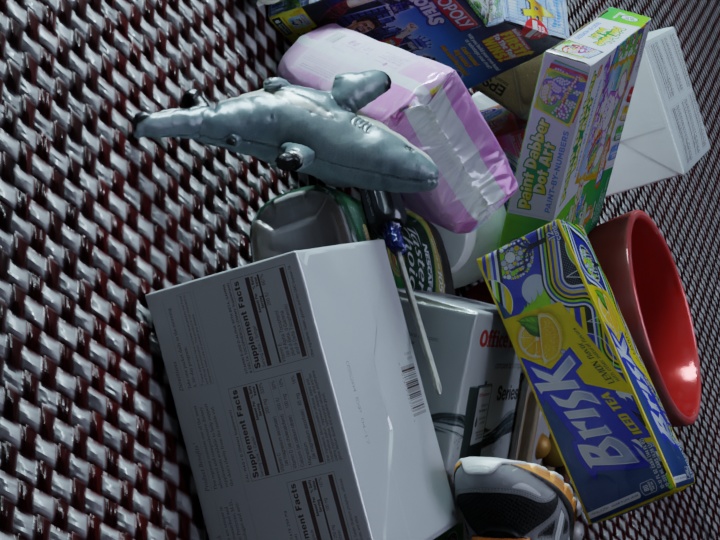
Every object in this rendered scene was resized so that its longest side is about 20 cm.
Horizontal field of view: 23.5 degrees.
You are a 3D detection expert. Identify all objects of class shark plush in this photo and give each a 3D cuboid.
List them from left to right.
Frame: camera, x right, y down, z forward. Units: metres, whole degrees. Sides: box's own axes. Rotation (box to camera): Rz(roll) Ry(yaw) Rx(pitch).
[{"bbox_3d":[-0.046,-0.094,1.148,0.200,0.091,0.083,17,28,-28],"label":"shark plush"}]

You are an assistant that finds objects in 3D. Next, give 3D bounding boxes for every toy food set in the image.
[{"bbox_3d":[0.162,0.151,1.328,0.143,0.060,0.200,-6,106,-67],"label":"toy food set"}]

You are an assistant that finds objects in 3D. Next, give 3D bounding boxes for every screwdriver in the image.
[{"bbox_3d":[0.033,0.000,1.189,0.028,0.029,0.200,37,25,-48],"label":"screwdriver"}]

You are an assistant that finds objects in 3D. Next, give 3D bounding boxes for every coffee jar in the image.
[{"bbox_3d":[0.000,0.000,1.294,0.200,0.085,0.104,11,64,-66],"label":"coffee jar"}]

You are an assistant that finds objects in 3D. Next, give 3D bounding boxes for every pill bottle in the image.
[{"bbox_3d":[0.081,-0.044,1.480,0.200,0.111,0.111,-22,95,-68],"label":"pill bottle"}]

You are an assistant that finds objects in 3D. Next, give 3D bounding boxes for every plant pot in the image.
[{"bbox_3d":[0.200,0.063,1.597,0.200,0.177,0.201,48,34,-48],"label":"plant pot"}]

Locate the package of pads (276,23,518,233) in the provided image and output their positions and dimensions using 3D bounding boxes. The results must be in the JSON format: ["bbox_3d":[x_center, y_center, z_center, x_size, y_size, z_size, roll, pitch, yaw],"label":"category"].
[{"bbox_3d":[0.024,-0.111,1.310,0.200,0.076,0.121,32,-23,56],"label":"package of pads"}]

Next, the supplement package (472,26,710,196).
[{"bbox_3d":[0.250,-0.158,1.848,0.200,0.191,0.147,-32,106,-68],"label":"supplement package"}]

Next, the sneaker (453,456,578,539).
[{"bbox_3d":[0.109,0.198,1.178,0.200,0.078,0.077,64,37,-41],"label":"sneaker"}]

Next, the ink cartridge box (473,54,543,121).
[{"bbox_3d":[0.117,-0.208,1.584,0.200,0.075,0.165,36,12,21],"label":"ink cartridge box"}]

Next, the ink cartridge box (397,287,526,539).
[{"bbox_3d":[0.055,0.118,1.250,0.147,0.083,0.200,5,95,-65],"label":"ink cartridge box"}]

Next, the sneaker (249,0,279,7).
[{"bbox_3d":[-0.041,-0.277,1.374,0.070,0.093,0.200,64,24,-23],"label":"sneaker"}]

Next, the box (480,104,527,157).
[{"bbox_3d":[0.162,-0.059,1.702,0.200,0.095,0.103,66,23,-19],"label":"box"}]

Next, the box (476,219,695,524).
[{"bbox_3d":[0.156,0.070,1.198,0.064,0.070,0.200,5,60,-67],"label":"box"}]

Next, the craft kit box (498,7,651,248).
[{"bbox_3d":[0.178,-0.106,1.454,0.198,0.048,0.200,-36,142,-58],"label":"craft kit box"}]

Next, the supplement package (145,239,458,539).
[{"bbox_3d":[-0.034,0.092,1.116,0.156,0.111,0.200,-9,85,-69],"label":"supplement package"}]

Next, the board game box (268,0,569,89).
[{"bbox_3d":[0.058,-0.209,1.422,0.200,0.200,0.062,41,40,-54],"label":"board game box"}]
